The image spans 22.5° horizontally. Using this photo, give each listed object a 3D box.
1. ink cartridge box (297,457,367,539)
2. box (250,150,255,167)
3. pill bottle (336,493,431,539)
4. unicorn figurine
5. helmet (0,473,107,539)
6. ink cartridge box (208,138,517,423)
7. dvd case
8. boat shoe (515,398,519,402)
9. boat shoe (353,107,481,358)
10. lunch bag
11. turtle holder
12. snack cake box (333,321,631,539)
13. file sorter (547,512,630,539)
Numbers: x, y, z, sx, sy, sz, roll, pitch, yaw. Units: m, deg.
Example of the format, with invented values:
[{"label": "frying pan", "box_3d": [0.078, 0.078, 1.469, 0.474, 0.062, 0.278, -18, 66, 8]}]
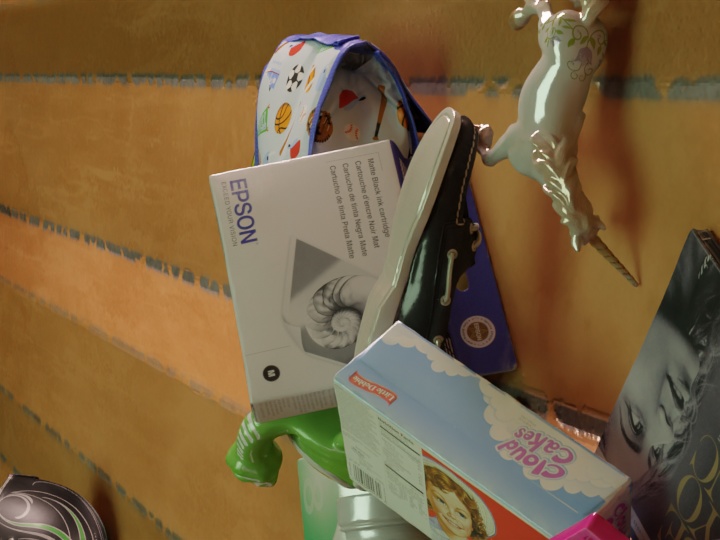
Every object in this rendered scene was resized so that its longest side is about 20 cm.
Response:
[{"label": "ink cartridge box", "box_3d": [0.004, 0.232, 1.548, 0.200, 0.050, 0.162, 150, 117, -68]}, {"label": "box", "box_3d": [-0.070, -0.014, 1.726, 0.194, 0.047, 0.201, -111, 29, -46]}, {"label": "pill bottle", "box_3d": [0.031, 0.272, 1.392, 0.112, 0.112, 0.201, 150, 117, -65]}, {"label": "unicorn figurine", "box_3d": [0.127, -0.101, 1.192, 0.137, 0.073, 0.201, -141, 51, -68]}, {"label": "helmet", "box_3d": [-0.436, 0.391, 2.459, 0.200, 0.190, 0.200, -58, 5, 8]}, {"label": "ink cartridge box", "box_3d": [0.000, 0.000, 1.345, 0.041, 0.199, 0.200, 86, 172, -62]}, {"label": "dvd case", "box_3d": [0.202, 0.098, 1.090, 0.149, 0.016, 0.201, -116, 32, -46]}, {"label": "boat shoe", "box_3d": [0.106, 0.176, 1.267, 0.200, 0.062, 0.073, -113, 31, -42]}, {"label": "boat shoe", "box_3d": [0.050, -0.011, 1.244, 0.074, 0.060, 0.201, -123, 49, -75]}, {"label": "lunch bag", "box_3d": [-0.018, -0.095, 1.494, 0.170, 0.123, 0.201, -159, 63, -68]}, {"label": "turtle holder", "box_3d": [0.001, 0.114, 1.386, 0.141, 0.186, 0.132, 34, 156, 23]}, {"label": "snack cake box", "box_3d": [0.078, 0.134, 1.173, 0.200, 0.067, 0.115, 34, 149, 30]}, {"label": "file sorter", "box_3d": [0.120, 0.259, 1.072, 0.126, 0.139, 0.200, -53, 3, -31]}]
